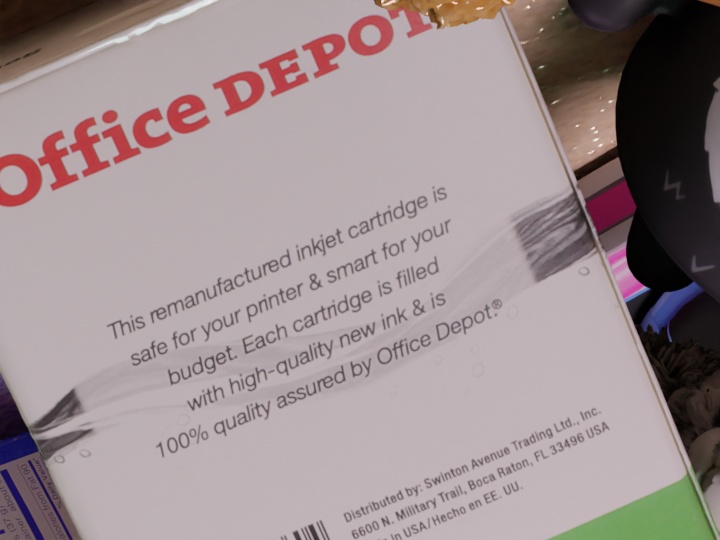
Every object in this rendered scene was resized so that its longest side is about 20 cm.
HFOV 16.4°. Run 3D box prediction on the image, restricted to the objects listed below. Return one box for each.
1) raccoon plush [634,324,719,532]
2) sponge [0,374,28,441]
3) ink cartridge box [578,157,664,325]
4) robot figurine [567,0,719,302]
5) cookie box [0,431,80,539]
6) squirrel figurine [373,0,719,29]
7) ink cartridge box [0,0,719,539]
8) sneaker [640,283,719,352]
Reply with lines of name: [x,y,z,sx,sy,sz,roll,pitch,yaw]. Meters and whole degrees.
raccoon plush: [0.105,0.049,0.785,0.133,0.097,0.200,16,-165,8]
sponge: [-0.151,0.026,0.749,0.111,0.030,0.200,-34,155,30]
ink cartridge box: [0.135,-0.030,0.870,0.200,0.037,0.095,-33,155,22]
robot figurine: [0.148,-0.055,0.701,0.150,0.125,0.200,-8,155,-29]
cookie box: [-0.098,0.110,0.869,0.200,0.075,0.171,-19,162,-47]
squirrel figurine: [0.062,-0.137,0.435,0.199,0.142,0.187,-17,151,-17]
ink cartridge box: [-0.008,0.018,0.632,0.145,0.201,0.084,-22,-164,2]
sneaker: [0.165,0.018,0.848,0.070,0.078,0.200,-10,161,-30]
